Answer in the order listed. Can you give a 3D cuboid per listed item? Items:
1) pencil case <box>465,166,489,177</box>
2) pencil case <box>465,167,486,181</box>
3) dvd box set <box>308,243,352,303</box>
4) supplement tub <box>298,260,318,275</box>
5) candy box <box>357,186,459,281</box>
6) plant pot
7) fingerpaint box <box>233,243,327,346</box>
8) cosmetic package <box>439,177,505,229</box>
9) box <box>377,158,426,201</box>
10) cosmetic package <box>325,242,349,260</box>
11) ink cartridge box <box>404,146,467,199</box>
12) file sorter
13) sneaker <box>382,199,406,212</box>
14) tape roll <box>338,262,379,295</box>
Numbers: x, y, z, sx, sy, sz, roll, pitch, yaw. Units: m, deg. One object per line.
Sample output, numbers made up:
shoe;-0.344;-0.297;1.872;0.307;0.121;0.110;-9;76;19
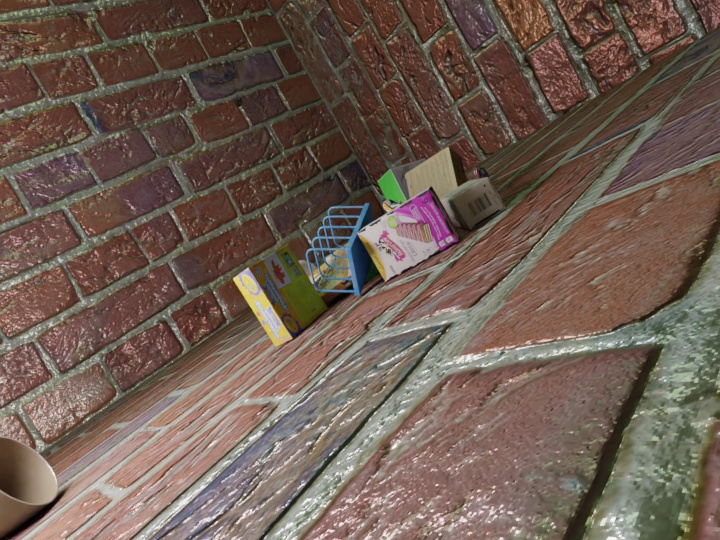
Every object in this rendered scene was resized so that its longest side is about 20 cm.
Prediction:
pencil case;0.337;-0.258;1.705;0.199;0.087;0.078;-28;11;42
pencil case;0.284;-0.222;1.548;0.199;0.083;0.087;-31;11;31
dvd box set;-0.088;0.026;1.441;0.199;0.029;0.147;-37;31;25
supplement tub;-0.231;0.063;1.735;0.199;0.141;0.140;-27;7;38
candy box;0.111;-0.083;1.205;0.199;0.137;0.061;-30;5;22
plant pot;-0.765;0.479;1.055;0.200;0.187;0.187;-46;8;-6
fingerpaint box;-0.199;0.060;1.317;0.073;0.202;0.167;-27;8;37
cosmetic package;0.270;-0.164;1.283;0.103;0.088;0.200;-32;7;5
box;0.185;-0.261;1.801;0.175;0.202;0.097;-22;-7;-33
cosmetic package;-0.007;-0.050;1.697;0.199;0.106;0.071;-36;7;-19
ink cartridge box;0.224;-0.224;1.497;0.164;0.203;0.075;-27;-33;35
file sorter;-0.043;-0.058;1.309;0.121;0.140;0.201;2;39;16
sneaker;0.138;-0.161;1.459;0.078;0.078;0.200;-54;46;1
tape roll;0.000;0.000;1.518;0.199;0.049;0.200;-32;6;4
